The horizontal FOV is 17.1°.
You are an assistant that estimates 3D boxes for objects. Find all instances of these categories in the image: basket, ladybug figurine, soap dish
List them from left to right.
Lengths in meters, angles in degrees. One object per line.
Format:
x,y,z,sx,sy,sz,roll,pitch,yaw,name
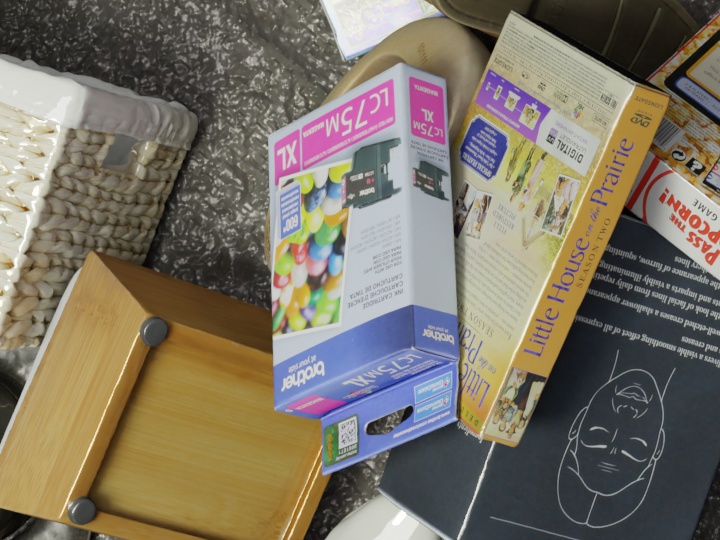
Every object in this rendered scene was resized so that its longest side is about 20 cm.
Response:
-0.231,-0.055,1.418,0.200,0.198,0.161,17,93,16,basket
-0.099,0.092,1.390,0.081,0.200,0.158,31,98,53,soap dish
0.018,-0.059,1.403,0.200,0.072,0.136,-46,37,30,ladybug figurine

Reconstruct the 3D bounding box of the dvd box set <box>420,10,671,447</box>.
0.082,-0.025,1.272,0.029,0.146,0.200,17,102,-28,dvd box set

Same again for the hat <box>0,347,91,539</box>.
-0.253,0.118,1.483,0.200,0.081,0.201,0,89,15,hat

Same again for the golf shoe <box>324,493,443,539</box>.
-0.025,0.211,1.421,0.075,0.092,0.200,42,97,11,golf shoe

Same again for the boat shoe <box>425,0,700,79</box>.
0.115,-0.153,1.373,0.200,0.068,0.072,25,101,-29,boat shoe

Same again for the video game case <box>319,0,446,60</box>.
0.048,-0.246,1.418,0.200,0.045,0.182,-22,94,13,video game case

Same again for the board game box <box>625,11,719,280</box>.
0.235,-0.073,1.315,0.151,0.200,0.046,40,141,12,board game box

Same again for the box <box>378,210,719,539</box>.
0.123,0.063,1.343,0.148,0.107,0.200,18,94,-27,box

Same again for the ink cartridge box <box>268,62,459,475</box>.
0.000,0.000,1.305,0.119,0.042,0.201,-25,61,44,ink cartridge box
